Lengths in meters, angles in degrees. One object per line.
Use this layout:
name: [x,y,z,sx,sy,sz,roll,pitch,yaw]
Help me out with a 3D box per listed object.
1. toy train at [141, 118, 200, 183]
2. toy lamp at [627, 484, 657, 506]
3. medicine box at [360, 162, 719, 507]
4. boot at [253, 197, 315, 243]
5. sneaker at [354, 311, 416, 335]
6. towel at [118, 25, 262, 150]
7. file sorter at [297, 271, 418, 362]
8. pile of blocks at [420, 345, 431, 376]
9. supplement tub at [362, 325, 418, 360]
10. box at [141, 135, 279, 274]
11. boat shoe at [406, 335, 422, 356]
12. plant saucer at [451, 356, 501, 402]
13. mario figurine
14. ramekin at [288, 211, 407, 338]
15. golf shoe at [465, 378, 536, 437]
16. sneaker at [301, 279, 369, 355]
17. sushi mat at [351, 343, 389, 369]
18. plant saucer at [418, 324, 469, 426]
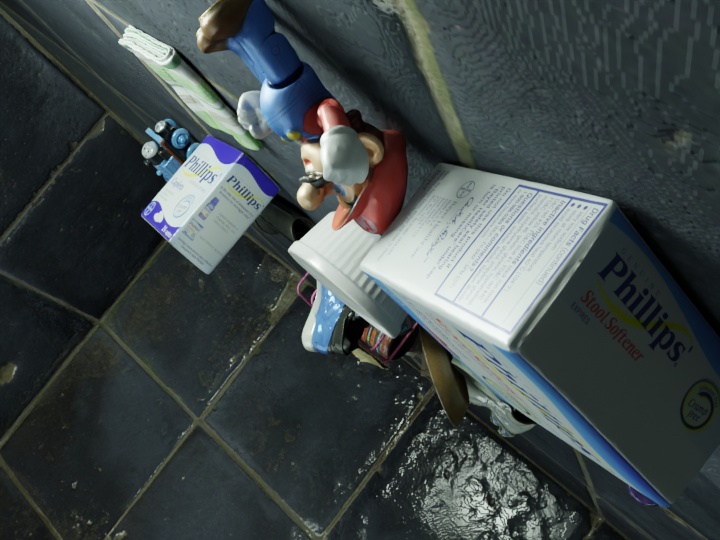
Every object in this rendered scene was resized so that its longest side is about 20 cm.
toy train: [-0.407,-0.249,1.777,0.086,0.115,0.200,34,173,36]
toy lamp: [0.363,0.260,0.982,0.058,0.058,0.200,37,175,23]
medicine box: [0.125,0.034,0.538,0.182,0.103,0.200,42,175,-27]
boot: [-0.149,-0.094,1.597,0.199,0.073,0.182,28,170,34]
sneaker: [0.011,0.028,1.281,0.199,0.096,0.079,38,171,12]
towel: [-0.232,-0.244,1.092,0.149,0.031,0.200,36,173,43]
file sorter: [-0.004,0.062,1.499,0.199,0.126,0.139,35,173,42]
pile of blocks: [0.199,0.198,1.573,0.062,0.083,0.199,6,161,44]
supplement tub: [0.024,0.097,1.691,0.199,0.107,0.107,36,174,33]
box: [-0.273,-0.123,1.425,0.105,0.201,0.183,44,173,-35]
boat shoe: [0.082,0.151,1.912,0.199,0.076,0.072,38,177,36]
plant saucer: [0.207,0.168,1.325,0.199,0.050,0.200,39,175,4]
mario figurine: [-0.048,-0.101,0.578,0.200,0.106,0.124,48,-152,-11]
ramekin: [0.000,0.000,1.144,0.202,0.095,0.202,39,174,5]
golf shoe: [0.259,0.233,1.512,0.200,0.079,0.097,41,149,-13]
sneaker: [-0.024,0.047,1.361,0.110,0.203,0.077,7,164,30]
sushi mat: [-0.006,0.149,1.478,0.095,0.012,0.200,38,172,-7]
plant saucer: [0.154,0.173,1.405,0.200,0.035,0.203,-20,-89,-79]
